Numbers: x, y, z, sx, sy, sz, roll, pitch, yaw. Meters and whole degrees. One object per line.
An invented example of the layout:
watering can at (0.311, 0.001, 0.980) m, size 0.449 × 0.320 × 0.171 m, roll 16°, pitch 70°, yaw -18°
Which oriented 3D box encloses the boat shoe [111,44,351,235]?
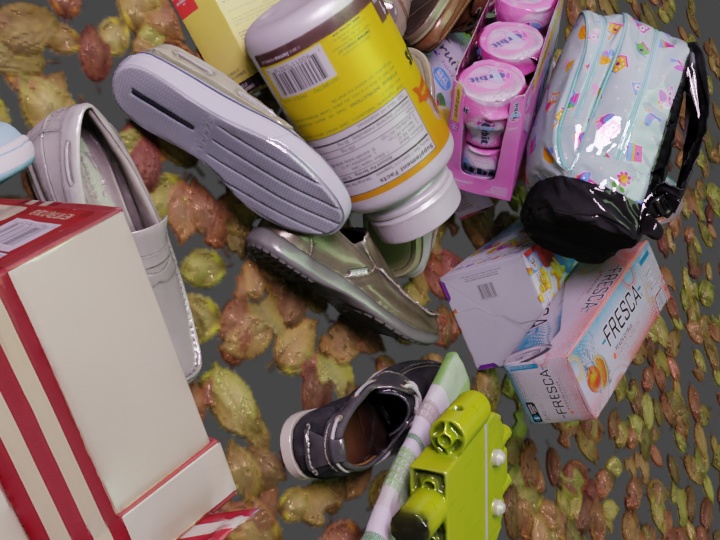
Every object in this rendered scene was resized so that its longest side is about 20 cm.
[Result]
boat shoe at (-0.086, -0.103, 0.680) m, size 0.199 × 0.072 × 0.062 m, roll 36°, pitch 44°, yaw -6°

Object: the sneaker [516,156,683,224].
sneaker at (0.228, -0.110, 0.917) m, size 0.198 × 0.072 × 0.080 m, roll 20°, pitch 45°, yaw -7°

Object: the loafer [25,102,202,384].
loafer at (-0.157, -0.012, 0.610) m, size 0.070 × 0.069 × 0.202 m, roll -36°, pitch 104°, yaw -46°

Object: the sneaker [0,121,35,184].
sneaker at (-0.281, -0.079, 0.496) m, size 0.199 × 0.079 × 0.132 m, roll -34°, pitch 104°, yaw -47°

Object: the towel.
towel at (0.059, 0.188, 0.758) m, size 0.201 × 0.030 × 0.150 m, roll -59°, pitch 147°, yaw -38°

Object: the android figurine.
android figurine at (0.081, 0.188, 0.737) m, size 0.199 × 0.041 × 0.185 m, roll -25°, pitch 117°, yaw -59°

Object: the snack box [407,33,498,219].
snack box at (0.083, -0.173, 0.924) m, size 0.200 × 0.053 × 0.143 m, roll 49°, pitch 46°, yaw -22°

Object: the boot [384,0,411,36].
boot at (-0.044, -0.264, 0.806) m, size 0.198 × 0.070 × 0.147 m, roll 28°, pitch 79°, yaw 1°

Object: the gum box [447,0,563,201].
gum box at (0.130, -0.168, 0.831) m, size 0.114 × 0.065 × 0.201 m, roll 89°, pitch 19°, yaw -47°

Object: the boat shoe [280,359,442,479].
boat shoe at (0.025, 0.121, 0.761) m, size 0.199 × 0.067 × 0.073 m, roll -17°, pitch 87°, yaw -49°

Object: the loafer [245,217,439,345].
loafer at (0.000, 0.000, 0.757) m, size 0.199 × 0.075 × 0.070 m, roll 34°, pitch 76°, yaw -34°

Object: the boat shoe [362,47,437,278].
boat shoe at (0.039, -0.095, 0.836) m, size 0.068 × 0.074 × 0.203 m, roll 0°, pitch 95°, yaw -67°

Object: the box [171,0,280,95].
box at (-0.120, -0.240, 0.737) m, size 0.075 × 0.050 × 0.202 m, roll -41°, pitch 108°, yaw -44°

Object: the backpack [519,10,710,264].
backpack at (0.212, -0.120, 0.792) m, size 0.125 × 0.167 × 0.202 m, roll 21°, pitch 82°, yaw -6°

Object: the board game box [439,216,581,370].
board game box at (0.188, 0.005, 0.940) m, size 0.199 × 0.104 × 0.104 m, roll -33°, pitch 102°, yaw -45°

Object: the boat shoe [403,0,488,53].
boat shoe at (0.098, -0.264, 0.882) m, size 0.068 × 0.072 × 0.201 m, roll 43°, pitch 49°, yaw -22°

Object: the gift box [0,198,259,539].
gift box at (-0.171, 0.077, 0.452) m, size 0.199 × 0.183 × 0.189 m, roll -31°, pitch 116°, yaw -34°

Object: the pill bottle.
pill bottle at (0.002, -0.123, 0.720) m, size 0.201 × 0.108 × 0.110 m, roll 59°, pitch 44°, yaw -24°

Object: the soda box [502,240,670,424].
soda box at (0.206, 0.051, 0.818) m, size 0.200 × 0.068 × 0.064 m, roll -42°, pitch 110°, yaw -44°
